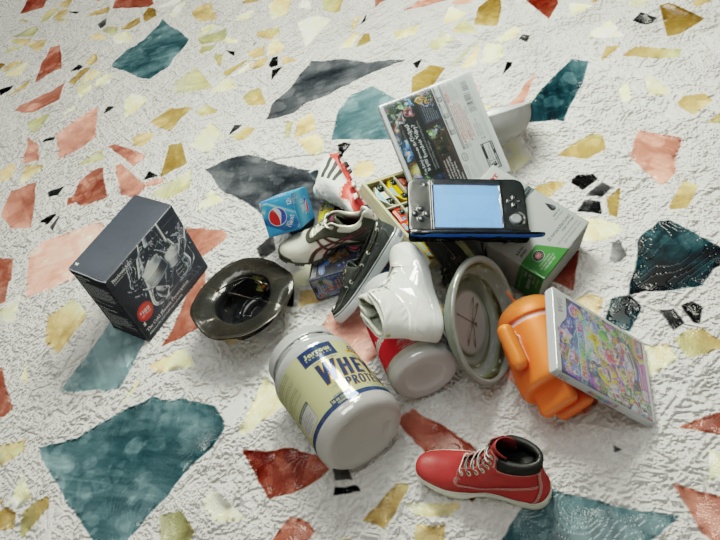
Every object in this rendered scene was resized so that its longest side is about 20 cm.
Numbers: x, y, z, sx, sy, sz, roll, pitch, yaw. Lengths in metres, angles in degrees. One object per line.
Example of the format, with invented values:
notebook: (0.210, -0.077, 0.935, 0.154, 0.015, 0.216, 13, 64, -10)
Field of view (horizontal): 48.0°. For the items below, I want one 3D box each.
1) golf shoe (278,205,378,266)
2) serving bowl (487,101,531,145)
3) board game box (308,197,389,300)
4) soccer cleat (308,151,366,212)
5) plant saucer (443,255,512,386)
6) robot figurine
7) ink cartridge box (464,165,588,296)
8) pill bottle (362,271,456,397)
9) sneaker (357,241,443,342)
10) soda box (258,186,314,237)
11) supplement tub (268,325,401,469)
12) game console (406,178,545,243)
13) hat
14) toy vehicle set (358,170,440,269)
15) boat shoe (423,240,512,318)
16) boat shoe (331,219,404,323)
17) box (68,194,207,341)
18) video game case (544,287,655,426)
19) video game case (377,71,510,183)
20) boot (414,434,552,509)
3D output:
golf shoe: (-0.060, -0.069, 1.451, 0.199, 0.088, 0.077, -13, 49, 10)
serving bowl: (0.240, -0.271, 1.579, 0.199, 0.066, 0.200, -15, 10, 3)
board game box: (0.016, -0.049, 1.506, 0.199, 0.062, 0.201, -6, 49, 14)
soccer cleat: (-0.045, -0.151, 1.537, 0.085, 0.069, 0.200, -30, 43, 7)
plant saucer: (0.176, 0.078, 1.253, 0.050, 0.200, 0.201, -8, 46, 37)
robot figurine: (0.277, 0.122, 1.216, 0.143, 0.117, 0.201, -13, 57, -7)
ink cartridge box: (0.262, -0.067, 1.381, 0.200, 0.083, 0.147, 34, 67, 20)
pill bottle: (0.072, 0.099, 1.321, 0.112, 0.113, 0.200, -23, 46, -1)
sneaker: (0.048, 0.026, 1.253, 0.115, 0.074, 0.201, 3, 42, -19)
soda box: (-0.137, -0.114, 1.541, 0.064, 0.068, 0.200, -16, 8, 7)
supplement tub: (-0.045, 0.192, 1.259, 0.145, 0.145, 0.200, -34, 48, -11)
game console: (0.177, -0.100, 1.283, 0.199, 0.118, 0.171, 1, 61, -2)
hat: (-0.209, 0.070, 1.473, 0.199, 0.081, 0.201, -6, 43, 6)
toy vehicle set: (0.103, -0.095, 1.458, 0.124, 0.027, 0.200, -22, 63, -37)
boat shoe: (0.168, 0.008, 1.349, 0.066, 0.072, 0.201, -40, 81, -20)
boat shoe: (0.000, 0.000, 1.410, 0.200, 0.056, 0.069, -56, 9, 15)
box: (-0.417, -0.005, 1.542, 0.104, 0.182, 0.200, 15, 57, 30)
video game case: (0.344, 0.124, 1.163, 0.018, 0.199, 0.144, -39, 32, 42)
video game case: (0.151, -0.236, 1.459, 0.181, 0.023, 0.201, -22, 87, -5)
boot: (0.160, 0.263, 1.124, 0.199, 0.145, 0.073, 4, 53, 24)
